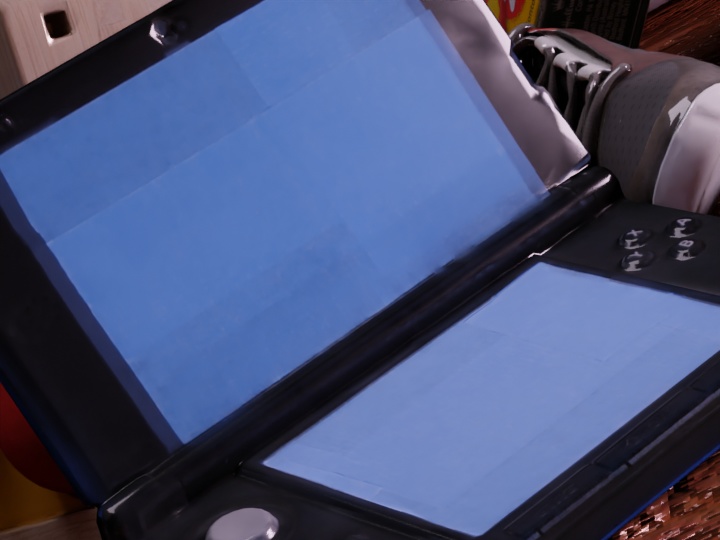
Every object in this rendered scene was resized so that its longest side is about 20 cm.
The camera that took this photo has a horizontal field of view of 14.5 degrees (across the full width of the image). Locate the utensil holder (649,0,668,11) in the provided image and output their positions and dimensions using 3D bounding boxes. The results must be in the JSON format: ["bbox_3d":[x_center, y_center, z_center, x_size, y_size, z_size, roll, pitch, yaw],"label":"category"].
[{"bbox_3d":[0.132,-0.216,1.451,0.200,0.170,0.170,-31,10,-2],"label":"utensil holder"}]

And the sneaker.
[{"bbox_3d":[0.072,-0.042,0.918,0.077,0.082,0.200,-62,5,-3],"label":"sneaker"}]

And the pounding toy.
[{"bbox_3d":[-0.098,0.024,0.867,0.142,0.185,0.200,-18,-1,-33],"label":"pounding toy"}]

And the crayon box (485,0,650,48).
[{"bbox_3d":[0.065,-0.149,1.203,0.051,0.127,0.200,2,29,-18],"label":"crayon box"}]

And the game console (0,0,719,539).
[{"bbox_3d":[0.010,-0.007,0.750,0.200,0.119,0.170,-35,30,-32],"label":"game console"}]
